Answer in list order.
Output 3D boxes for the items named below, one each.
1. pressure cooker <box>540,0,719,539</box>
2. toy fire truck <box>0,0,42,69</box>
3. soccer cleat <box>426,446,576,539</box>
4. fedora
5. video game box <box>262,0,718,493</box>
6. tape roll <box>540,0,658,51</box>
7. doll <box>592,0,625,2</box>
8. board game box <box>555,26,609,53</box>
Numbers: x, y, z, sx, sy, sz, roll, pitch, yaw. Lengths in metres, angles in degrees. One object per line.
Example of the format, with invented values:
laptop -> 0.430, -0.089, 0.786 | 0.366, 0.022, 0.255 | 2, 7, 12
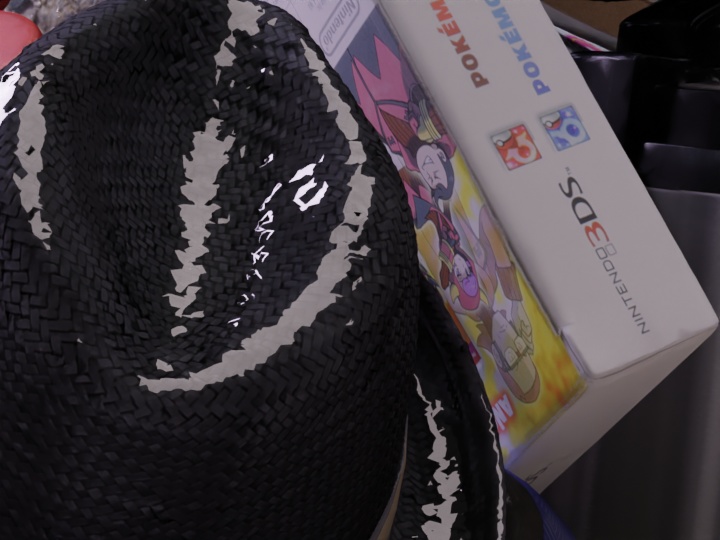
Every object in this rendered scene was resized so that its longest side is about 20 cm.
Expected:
pressure cooker -> 0.129, 0.014, 0.792 | 0.178, 0.200, 0.176 | 8, 1, 18
toy fire truck -> -0.201, -0.044, 1.080 | 0.168, 0.112, 0.200 | -17, 34, -8
soccer cleat -> -0.036, 0.077, 0.697 | 0.200, 0.065, 0.084 | 3, -30, 29
fedora -> -0.042, 0.005, 0.579 | 0.200, 0.092, 0.201 | 14, 42, -13
video game box -> 0.000, -0.021, 0.728 | 0.047, 0.182, 0.200 | -20, -15, -23
tape roll -> 0.103, -0.098, 0.927 | 0.203, 0.037, 0.203 | 24, -1, 1
doll -> 0.052, -0.099, 0.760 | 0.200, 0.049, 0.136 | 13, 18, 32
board game box -> 0.067, -0.010, 1.039 | 0.200, 0.148, 0.064 | 38, 17, 26
